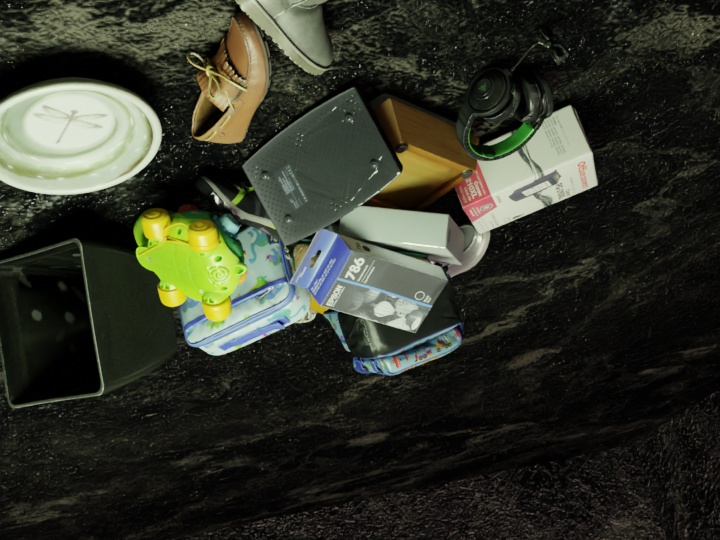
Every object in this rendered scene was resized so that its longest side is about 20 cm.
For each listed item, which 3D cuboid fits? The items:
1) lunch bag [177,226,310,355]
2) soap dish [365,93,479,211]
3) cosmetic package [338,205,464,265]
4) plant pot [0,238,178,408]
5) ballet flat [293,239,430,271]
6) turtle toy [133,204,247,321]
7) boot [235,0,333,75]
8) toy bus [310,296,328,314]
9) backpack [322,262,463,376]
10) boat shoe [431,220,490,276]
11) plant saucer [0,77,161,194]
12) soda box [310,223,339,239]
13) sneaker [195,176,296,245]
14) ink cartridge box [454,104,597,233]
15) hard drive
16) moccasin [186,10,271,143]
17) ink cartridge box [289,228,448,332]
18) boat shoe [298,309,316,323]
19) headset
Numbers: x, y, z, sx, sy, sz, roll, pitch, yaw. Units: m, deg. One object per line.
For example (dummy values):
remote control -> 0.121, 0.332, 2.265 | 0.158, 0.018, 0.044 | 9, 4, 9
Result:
lunch bag -> -0.178, 0.029, 1.357 | 0.199, 0.162, 0.082 | -24, 151, 16
soap dish -> 0.053, -0.149, 1.236 | 0.157, 0.082, 0.199 | -34, 150, 33
cosmetic package -> 0.064, -0.050, 1.304 | 0.150, 0.052, 0.200 | 5, 175, 13
plant pot -> -0.369, 0.070, 1.260 | 0.199, 0.202, 0.177 | -12, 175, 34
ballet flat -> 0.000, 0.000, 1.301 | 0.198, 0.066, 0.071 | 6, 168, 11
turtle toy -> -0.228, -0.029, 1.207 | 0.101, 0.199, 0.147 | -46, 143, -44
boot -> -0.013, -0.301, 0.924 | 0.199, 0.073, 0.182 | -33, 153, 16
toy bus -> -0.063, 0.024, 1.507 | 0.065, 0.079, 0.200 | -30, 146, 25
backpack -> 0.042, 0.079, 1.415 | 0.182, 0.135, 0.200 | -20, -176, -25
boat shoe -> 0.140, -0.028, 1.563 | 0.068, 0.072, 0.200 | 4, 156, -36
plant saucer -> -0.326, -0.160, 1.017 | 0.199, 0.050, 0.200 | -14, 154, -7
soda box -> 0.011, -0.021, 1.483 | 0.199, 0.069, 0.063 | 10, 146, -43
sneaker -> -0.141, -0.104, 1.253 | 0.200, 0.072, 0.083 | 25, 98, -49
ink cartridge box -> 0.243, -0.146, 1.346 | 0.199, 0.085, 0.145 | -23, 161, 12
hard drive -> -0.047, -0.131, 1.163 | 0.199, 0.135, 0.042 | -30, 179, 30
moccasin -> -0.151, -0.210, 1.010 | 0.077, 0.074, 0.201 | -14, 165, -26
ink cartridge box -> 0.013, 0.016, 1.243 | 0.199, 0.039, 0.100 | 17, 119, -24
boat shoe -> -0.108, 0.059, 1.565 | 0.071, 0.070, 0.199 | -33, 153, 32
headset -> 0.204, -0.219, 1.175 | 0.123, 0.094, 0.201 | -3, 135, -29
